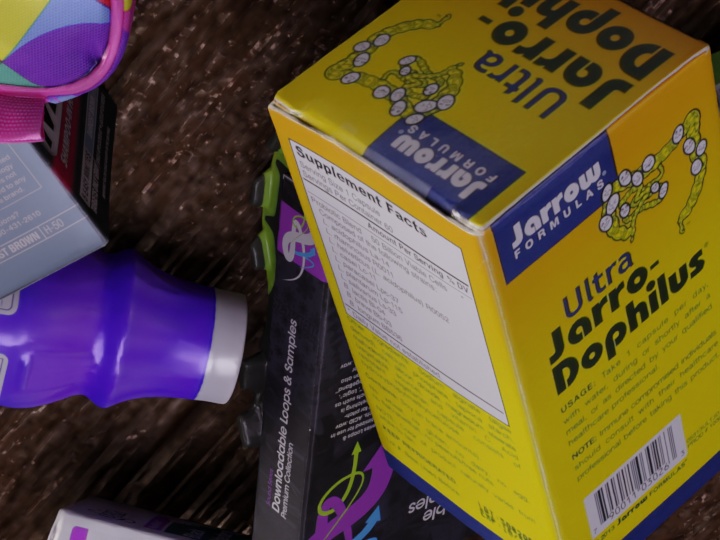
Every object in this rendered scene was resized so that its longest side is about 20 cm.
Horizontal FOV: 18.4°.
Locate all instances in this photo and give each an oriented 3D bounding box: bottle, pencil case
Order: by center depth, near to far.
[{"bbox_3d":[-0.104,-0.126,0.734,0.088,0.200,0.089,2,123,3],"label":"pencil case"},{"bbox_3d":[-0.147,0.014,0.901,0.199,0.084,0.065,10,125,-13],"label":"bottle"}]

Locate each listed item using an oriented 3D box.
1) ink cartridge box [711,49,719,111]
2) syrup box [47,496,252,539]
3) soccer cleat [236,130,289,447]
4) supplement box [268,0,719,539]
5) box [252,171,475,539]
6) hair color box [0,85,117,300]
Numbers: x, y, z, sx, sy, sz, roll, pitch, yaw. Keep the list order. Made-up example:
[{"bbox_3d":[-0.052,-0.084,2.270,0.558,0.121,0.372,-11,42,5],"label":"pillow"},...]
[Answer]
[{"bbox_3d":[0.204,-0.015,0.918,0.147,0.076,0.200,-24,141,11],"label":"ink cartridge box"},{"bbox_3d":[-0.041,0.161,0.973,0.199,0.079,0.082,15,88,2],"label":"syrup box"},{"bbox_3d":[-0.001,0.000,0.928,0.083,0.065,0.201,-12,127,-33],"label":"soccer cleat"},{"bbox_3d":[0.062,0.002,0.801,0.109,0.109,0.200,-39,138,-20],"label":"supplement box"},{"bbox_3d":[0.024,0.035,0.902,0.143,0.036,0.201,-20,129,-37],"label":"box"},{"bbox_3d":[-0.167,-0.095,0.812,0.060,0.099,0.200,-27,123,14],"label":"hair color box"}]
